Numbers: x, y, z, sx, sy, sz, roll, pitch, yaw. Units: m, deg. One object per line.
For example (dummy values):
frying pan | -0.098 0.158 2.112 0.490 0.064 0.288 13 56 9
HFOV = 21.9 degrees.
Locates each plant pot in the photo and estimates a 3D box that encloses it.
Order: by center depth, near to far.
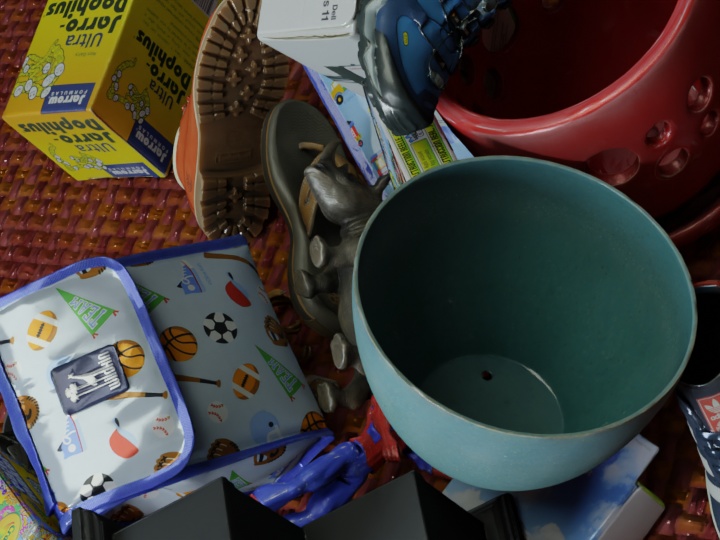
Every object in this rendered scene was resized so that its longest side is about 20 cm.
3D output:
plant pot | 0.086 0.051 1.104 0.198 0.135 0.202 4 51 -5
plant pot | 0.160 -0.120 1.214 0.199 0.183 0.202 -17 50 22

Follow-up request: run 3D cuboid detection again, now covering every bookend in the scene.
bookend | -0.031 0.176 1.095 0.198 0.200 0.093 -29 49 21

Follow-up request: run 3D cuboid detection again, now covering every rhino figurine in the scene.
rhino figurine | 0.000 0.000 1.311 0.060 0.087 0.202 -39 56 53

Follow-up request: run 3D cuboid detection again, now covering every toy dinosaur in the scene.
toy dinosaur | -0.101 0.056 1.387 0.198 0.060 0.107 7 68 40

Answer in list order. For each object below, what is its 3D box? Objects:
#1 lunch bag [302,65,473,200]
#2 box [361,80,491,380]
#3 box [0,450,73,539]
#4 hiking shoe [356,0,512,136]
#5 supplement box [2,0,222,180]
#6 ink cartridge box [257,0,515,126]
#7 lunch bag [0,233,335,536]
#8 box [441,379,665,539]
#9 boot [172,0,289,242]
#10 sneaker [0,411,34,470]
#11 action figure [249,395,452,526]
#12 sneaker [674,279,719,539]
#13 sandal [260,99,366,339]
lunch bag | 0.055 -0.133 1.386 0.150 0.094 0.201 -33 56 11
box | 0.053 -0.027 1.229 0.034 0.201 0.111 -21 47 -2
box | -0.247 0.254 1.273 0.200 0.193 0.122 -48 45 -1
hiking shoe | 0.057 -0.174 1.147 0.086 0.074 0.202 -5 56 33
supplement box | -0.204 -0.190 1.591 0.108 0.109 0.202 -1 62 36
ink cartridge box | 0.025 -0.195 1.261 0.082 0.199 0.148 1 77 34
lunch bag | -0.142 0.080 1.259 0.124 0.198 0.171 -50 58 48
box | 0.098 0.173 1.168 0.201 0.048 0.122 -53 45 -3
boot | -0.111 -0.132 1.456 0.107 0.074 0.202 -129 44 -55
sneaker | -0.264 0.143 1.411 0.071 0.083 0.200 -37 19 16
action figure | 0.003 0.142 1.223 0.200 0.066 0.099 -40 37 -22
sneaker | 0.222 0.098 1.086 0.074 0.084 0.202 -23 63 21
sandal | -0.025 -0.045 1.375 0.055 0.081 0.202 -39 45 39
